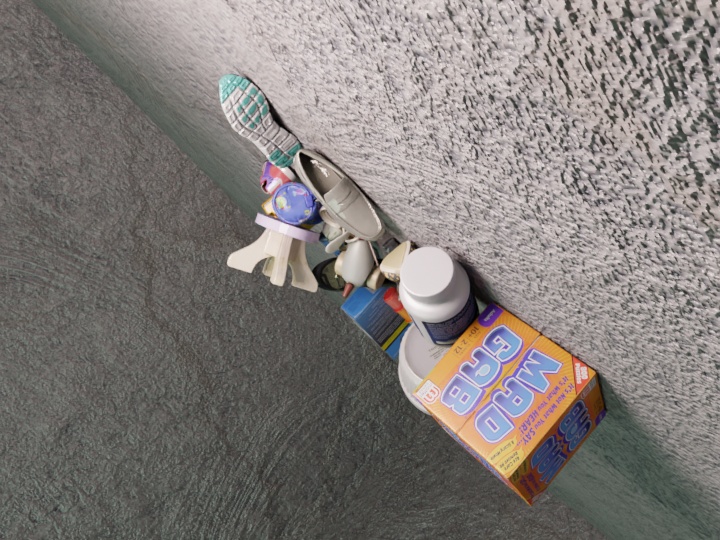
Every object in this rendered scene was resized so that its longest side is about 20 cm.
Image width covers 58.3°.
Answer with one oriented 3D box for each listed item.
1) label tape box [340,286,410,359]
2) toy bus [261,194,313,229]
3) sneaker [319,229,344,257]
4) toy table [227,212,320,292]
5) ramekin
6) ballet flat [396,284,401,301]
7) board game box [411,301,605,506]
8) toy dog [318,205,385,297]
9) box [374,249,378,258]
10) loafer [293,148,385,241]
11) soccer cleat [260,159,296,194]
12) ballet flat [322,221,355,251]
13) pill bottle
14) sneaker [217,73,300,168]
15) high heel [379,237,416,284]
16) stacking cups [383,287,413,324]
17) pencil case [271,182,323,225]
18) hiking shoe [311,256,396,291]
[{"bbox_3d":[0.062,0.100,1.538,0.063,0.144,0.200,34,169,46],"label":"label tape box"},{"bbox_3d":[-0.151,-0.132,1.443,0.078,0.065,0.200,56,-171,4],"label":"toy bus"},{"bbox_3d":[-0.045,-0.071,1.433,0.082,0.074,0.200,44,-179,0],"label":"sneaker"},{"bbox_3d":[-0.156,-0.038,1.268,0.183,0.118,0.200,19,-178,-4],"label":"toy table"},{"bbox_3d":[0.167,0.171,1.241,0.200,0.200,0.105,38,161,31],"label":"ramekin"},{"bbox_3d":[0.104,0.054,1.354,0.067,0.047,0.200,19,175,9],"label":"ballet flat"},{"bbox_3d":[0.244,0.216,1.040,0.200,0.200,0.200,37,171,37],"label":"board game box"},{"bbox_3d":[-0.014,-0.025,1.200,0.131,0.096,0.200,5,138,32],"label":"toy dog"},{"bbox_3d":[0.019,-0.016,1.518,0.041,0.039,0.200,39,172,14],"label":"box"},{"bbox_3d":[-0.038,-0.127,1.087,0.200,0.070,0.070,43,-179,4],"label":"loafer"},{"bbox_3d":[-0.202,-0.207,1.463,0.068,0.073,0.200,45,172,-19],"label":"soccer cleat"},{"bbox_3d":[-0.035,-0.080,1.296,0.068,0.072,0.200,58,180,27],"label":"ballet flat"},{"bbox_3d":[0.125,0.042,1.028,0.111,0.111,0.200,38,171,29],"label":"pill bottle"},{"bbox_3d":[-0.188,-0.260,1.114,0.091,0.078,0.200,41,172,43],"label":"sneaker"},{"bbox_3d":[0.099,0.018,1.139,0.143,0.071,0.200,51,-173,-13],"label":"high heel"},{"bbox_3d":[0.137,0.107,1.481,0.200,0.061,0.060,43,173,-19],"label":"stacking cups"},{"bbox_3d":[-0.110,-0.128,1.259,0.200,0.086,0.078,-32,-63,-83],"label":"pencil case"},{"bbox_3d":[0.000,0.000,1.326,0.101,0.199,0.076,149,116,-72],"label":"hiking shoe"}]
